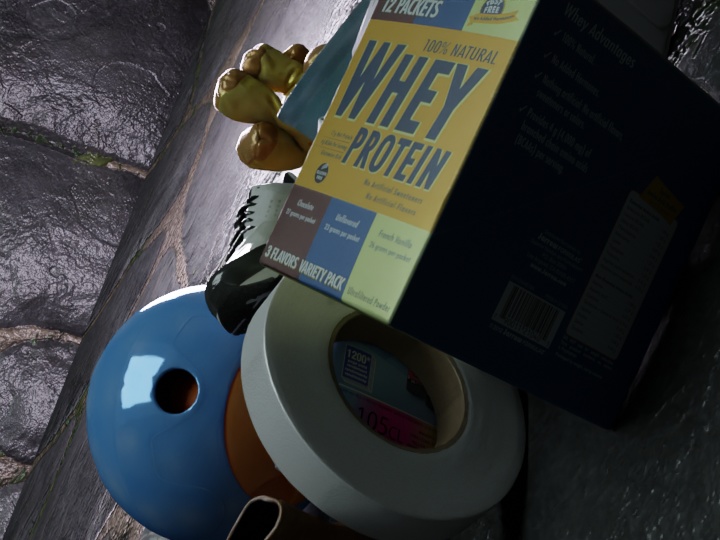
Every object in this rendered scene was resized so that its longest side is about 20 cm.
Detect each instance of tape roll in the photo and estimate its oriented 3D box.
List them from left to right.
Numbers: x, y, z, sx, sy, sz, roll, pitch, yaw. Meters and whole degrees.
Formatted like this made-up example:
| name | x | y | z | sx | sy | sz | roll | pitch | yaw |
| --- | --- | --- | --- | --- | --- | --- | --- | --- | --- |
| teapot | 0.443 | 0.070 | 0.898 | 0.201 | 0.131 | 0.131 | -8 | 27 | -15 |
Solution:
| name | x | y | z | sx | sy | sz | roll | pitch | yaw |
| --- | --- | --- | --- | --- | --- | --- | --- | --- | --- |
| tape roll | 0.017 | 0.077 | 0.813 | 0.037 | 0.202 | 0.204 | -49 | 23 | 41 |

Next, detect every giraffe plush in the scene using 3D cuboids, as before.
| name | x | y | z | sx | sy | sz | roll | pitch | yaw |
| --- | --- | --- | --- | --- | --- | --- | --- | --- | --- |
| giraffe plush | -0.043 | -0.185 | 1.405 | 0.173 | 0.200 | 0.162 | -46 | 11 | -34 |

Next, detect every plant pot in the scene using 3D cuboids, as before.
| name | x | y | z | sx | sy | sz | roll | pitch | yaw |
| --- | --- | --- | --- | --- | --- | --- | --- | --- | --- |
| plant pot | 0.035 | -0.178 | 1.177 | 0.201 | 0.134 | 0.200 | -50 | 4 | 4 |

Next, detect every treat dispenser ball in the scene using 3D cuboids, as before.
| name | x | y | z | sx | sy | sz | roll | pitch | yaw |
| --- | --- | --- | --- | --- | --- | --- | --- | --- | --- |
| treat dispenser ball | -0.112 | 0.112 | 0.975 | 0.201 | 0.200 | 0.202 | -54 | 20 | 30 |

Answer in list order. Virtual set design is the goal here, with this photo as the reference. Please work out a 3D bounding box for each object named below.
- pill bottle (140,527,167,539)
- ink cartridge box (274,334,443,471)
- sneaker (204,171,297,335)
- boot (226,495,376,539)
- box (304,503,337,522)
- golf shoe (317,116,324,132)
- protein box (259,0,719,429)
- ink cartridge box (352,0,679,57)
| name | x | y | z | sx | sy | sz | roll | pitch | yaw |
| --- | --- | --- | --- | --- | --- | --- | --- | --- | --- |
| pill bottle | -0.166 | 0.309 | 1.171 | 0.113 | 0.112 | 0.201 | -42 | 27 | 50 |
| ink cartridge box | 0.023 | 0.070 | 0.911 | 0.076 | 0.136 | 0.201 | -48 | 24 | 40 |
| sneaker | -0.071 | -0.016 | 0.914 | 0.074 | 0.080 | 0.200 | -44 | -1 | 23 |
| boot | -0.040 | 0.240 | 0.782 | 0.190 | 0.068 | 0.200 | -66 | -26 | -2 |
| box | -0.044 | 0.213 | 1.053 | 0.158 | 0.051 | 0.201 | -40 | 30 | 51 |
| golf shoe | -0.014 | -0.088 | 1.106 | 0.200 | 0.094 | 0.078 | -44 | 7 | 25 |
| protein box | 0.086 | -0.045 | 0.735 | 0.135 | 0.198 | 0.201 | 22 | 87 | 52 |
| ink cartridge box | 0.122 | -0.212 | 0.947 | 0.199 | 0.146 | 0.147 | -20 | 45 | 53 |
